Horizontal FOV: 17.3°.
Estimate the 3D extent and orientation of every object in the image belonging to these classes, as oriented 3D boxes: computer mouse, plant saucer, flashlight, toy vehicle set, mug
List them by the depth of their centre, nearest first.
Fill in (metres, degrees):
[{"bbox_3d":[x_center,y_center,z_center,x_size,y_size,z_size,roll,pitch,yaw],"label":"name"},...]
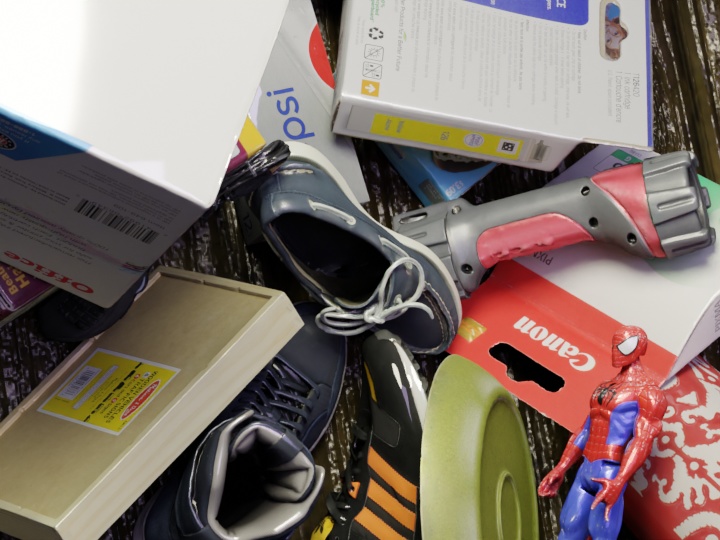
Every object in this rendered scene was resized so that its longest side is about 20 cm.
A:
[{"bbox_3d":[-0.140,0.078,1.390,0.200,0.124,0.027,-46,124,-25],"label":"toy vehicle set"},{"bbox_3d":[-0.114,-0.012,1.401,0.034,0.200,0.059,55,26,1],"label":"computer mouse"},{"bbox_3d":[0.077,0.150,1.431,0.031,0.200,0.201,-6,75,17],"label":"plant saucer"},{"bbox_3d":[0.210,0.142,1.462,0.177,0.134,0.200,-4,34,-32],"label":"mug"},{"bbox_3d":[0.122,-0.021,1.501,0.068,0.199,0.068,-82,152,-55],"label":"flashlight"}]

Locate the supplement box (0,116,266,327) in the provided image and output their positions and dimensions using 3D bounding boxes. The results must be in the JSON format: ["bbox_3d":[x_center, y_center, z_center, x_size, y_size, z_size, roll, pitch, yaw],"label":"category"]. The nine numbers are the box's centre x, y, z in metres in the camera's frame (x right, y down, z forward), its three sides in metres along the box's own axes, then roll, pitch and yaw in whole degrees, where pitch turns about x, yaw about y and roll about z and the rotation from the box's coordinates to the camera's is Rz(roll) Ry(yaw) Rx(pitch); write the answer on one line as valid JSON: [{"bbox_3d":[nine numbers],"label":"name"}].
[{"bbox_3d":[-0.179,-0.066,1.423,0.200,0.103,0.131,-33,90,-27],"label":"supplement box"}]

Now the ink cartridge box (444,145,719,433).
[{"bbox_3d":[0.158,0.005,1.522,0.200,0.050,0.161,-35,46,-27],"label":"ink cartridge box"}]

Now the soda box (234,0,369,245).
[{"bbox_3d":[-0.060,-0.123,1.509,0.068,0.063,0.201,-12,81,-25],"label":"soda box"}]

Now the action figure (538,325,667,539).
[{"bbox_3d":[0.141,0.130,1.408,0.052,0.065,0.201,21,80,-31],"label":"action figure"}]

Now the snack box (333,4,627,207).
[{"bbox_3d":[0.087,-0.140,1.588,0.200,0.037,0.116,-40,92,-26],"label":"snack box"}]

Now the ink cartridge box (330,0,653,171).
[{"bbox_3d":[0.086,-0.156,1.523,0.199,0.047,0.198,12,51,-9],"label":"ink cartridge box"}]

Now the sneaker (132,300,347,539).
[{"bbox_3d":[-0.048,0.090,1.413,0.077,0.146,0.203,35,64,-8],"label":"sneaker"}]

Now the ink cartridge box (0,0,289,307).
[{"bbox_3d":[-0.150,-0.094,1.274,0.146,0.200,0.147,25,67,-13],"label":"ink cartridge box"}]

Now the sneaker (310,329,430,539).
[{"bbox_3d":[0.009,0.140,1.446,0.090,0.070,0.201,-12,98,-6],"label":"sneaker"}]

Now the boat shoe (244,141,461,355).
[{"bbox_3d":[0.000,0.000,1.449,0.200,0.075,0.062,50,23,-41],"label":"boat shoe"}]
